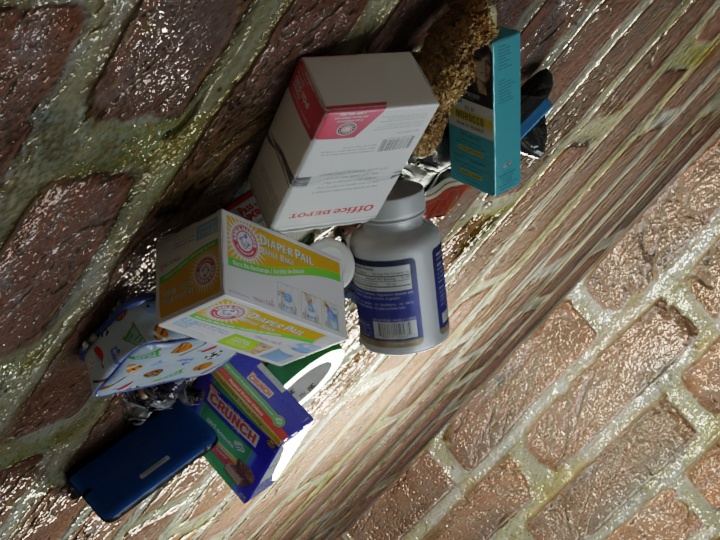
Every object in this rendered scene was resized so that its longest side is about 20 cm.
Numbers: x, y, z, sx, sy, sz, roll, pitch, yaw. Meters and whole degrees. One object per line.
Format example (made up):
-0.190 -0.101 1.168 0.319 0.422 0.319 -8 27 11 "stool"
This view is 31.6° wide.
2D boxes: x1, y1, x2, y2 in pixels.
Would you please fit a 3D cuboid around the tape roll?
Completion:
-0.116 0.185 2.169 0.200 0.048 0.201 -38 164 -13 "tape roll"

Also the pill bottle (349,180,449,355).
0.047 -0.006 1.624 0.119 0.119 0.203 -26 117 -44 "pill bottle"

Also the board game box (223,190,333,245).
-0.099 -0.059 1.550 0.199 0.046 0.152 -35 163 -25 "board game box"

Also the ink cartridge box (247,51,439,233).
-0.023 -0.138 1.391 0.144 0.085 0.201 -8 147 -30 "ink cartridge box"

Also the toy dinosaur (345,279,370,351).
0.000 0.000 1.764 0.179 0.202 0.105 -18 -167 22 "toy dinosaur"

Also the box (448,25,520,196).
0.150 -0.198 1.549 0.049 0.082 0.202 -27 127 -32 "box"

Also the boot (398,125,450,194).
0.042 -0.145 1.644 0.173 0.070 0.199 -5 160 -43 "boot"

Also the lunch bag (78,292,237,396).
-0.230 0.083 1.501 0.198 0.076 0.160 -7 155 -43 "lunch bag"

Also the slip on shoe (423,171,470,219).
0.110 -0.110 1.836 0.200 0.073 0.062 -32 129 -58 "slip on shoe"

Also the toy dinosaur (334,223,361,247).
0.045 -0.061 1.859 0.200 0.085 0.137 -54 135 -53 "toy dinosaur"

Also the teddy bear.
0.086 -0.229 1.429 0.066 0.146 0.201 18 122 -31 "teddy bear"

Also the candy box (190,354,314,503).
-0.176 0.228 1.906 0.077 0.169 0.201 -33 162 -40 "candy box"

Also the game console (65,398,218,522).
-0.314 0.286 1.841 0.199 0.170 0.119 -36 137 -22 "game console"

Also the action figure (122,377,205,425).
-0.239 0.143 1.719 0.200 0.070 0.130 -42 170 10 "action figure"

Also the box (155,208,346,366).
-0.120 0.023 1.425 0.112 0.103 0.199 -23 149 35 "box"

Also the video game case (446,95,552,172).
0.180 -0.186 1.754 0.143 0.018 0.200 -46 -166 -1 "video game case"

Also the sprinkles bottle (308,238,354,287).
-0.060 0.004 1.669 0.068 0.069 0.200 -37 -177 -14 "sprinkles bottle"

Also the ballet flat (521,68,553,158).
0.246 -0.225 1.823 0.066 0.057 0.201 -38 -160 39 "ballet flat"
